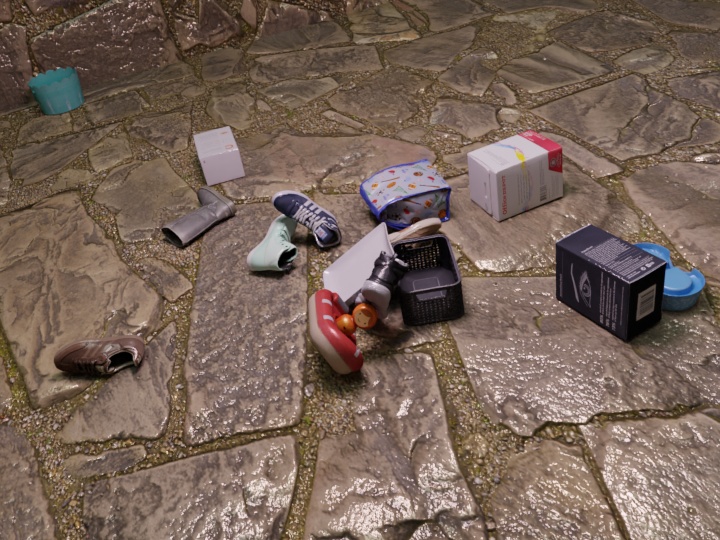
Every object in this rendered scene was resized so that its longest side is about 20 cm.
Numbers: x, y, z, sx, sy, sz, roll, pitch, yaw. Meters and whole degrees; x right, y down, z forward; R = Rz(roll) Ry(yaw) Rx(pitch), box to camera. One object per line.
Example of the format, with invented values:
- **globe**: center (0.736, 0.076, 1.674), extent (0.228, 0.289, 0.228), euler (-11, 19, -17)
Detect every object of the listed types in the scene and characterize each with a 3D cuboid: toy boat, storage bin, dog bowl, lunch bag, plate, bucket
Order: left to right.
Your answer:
- **bucket**: center (-1.264, -0.748, 3.035), extent (0.206, 0.135, 0.207), euler (-7, 35, 5)
- **toy boat**: center (-0.025, 0.112, 1.474), extent (0.130, 0.131, 0.200), euler (-28, 34, 12)
- **plate**: center (0.000, 0.000, 1.656), extent (0.199, 0.032, 0.200), euler (-40, 26, 15)
- **lunch bag**: center (0.112, -0.190, 1.888), extent (0.199, 0.124, 0.170), euler (-12, 35, -14)
- **storage bin**: center (0.146, 0.018, 1.608), extent (0.135, 0.094, 0.200), euler (-9, 36, 2)
- **dog bowl**: center (0.624, 0.014, 1.520), extent (0.111, 0.050, 0.200), euler (-19, 35, -12)

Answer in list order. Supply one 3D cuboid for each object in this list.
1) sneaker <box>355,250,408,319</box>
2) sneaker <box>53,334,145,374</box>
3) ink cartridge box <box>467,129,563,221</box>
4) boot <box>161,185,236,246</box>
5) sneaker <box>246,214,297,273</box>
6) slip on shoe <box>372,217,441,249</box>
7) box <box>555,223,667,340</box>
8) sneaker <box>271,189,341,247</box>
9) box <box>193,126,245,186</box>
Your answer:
- **sneaker**: center (0.048, 0.029, 1.513), extent (0.075, 0.200, 0.114), euler (28, 74, 4)
- **sneaker**: center (-0.571, 0.191, 1.580), extent (0.199, 0.071, 0.076), euler (-14, 36, -3)
- **ink cartridge box**: center (0.395, -0.245, 1.864), extent (0.199, 0.146, 0.145), euler (-21, 36, -15)
- **boot**: center (-0.472, -0.152, 2.050), extent (0.200, 0.073, 0.182), euler (-40, 42, -25)
- **sneaker**: center (-0.185, -0.068, 1.832), extent (0.118, 0.074, 0.201), euler (7, 48, 34)
- **slip on shoe**: center (0.118, -0.070, 1.774), extent (0.199, 0.076, 0.061), euler (-20, 75, -26)
- **box**: center (0.496, 0.020, 1.461), extent (0.104, 0.148, 0.200), euler (-26, 38, -20)
- **sneaker**: center (-0.129, -0.127, 1.833), extent (0.070, 0.200, 0.109), euler (-50, 37, 21)
- **box**: center (-0.450, -0.365, 2.306), extent (0.124, 0.098, 0.200), euler (-16, 35, -8)
